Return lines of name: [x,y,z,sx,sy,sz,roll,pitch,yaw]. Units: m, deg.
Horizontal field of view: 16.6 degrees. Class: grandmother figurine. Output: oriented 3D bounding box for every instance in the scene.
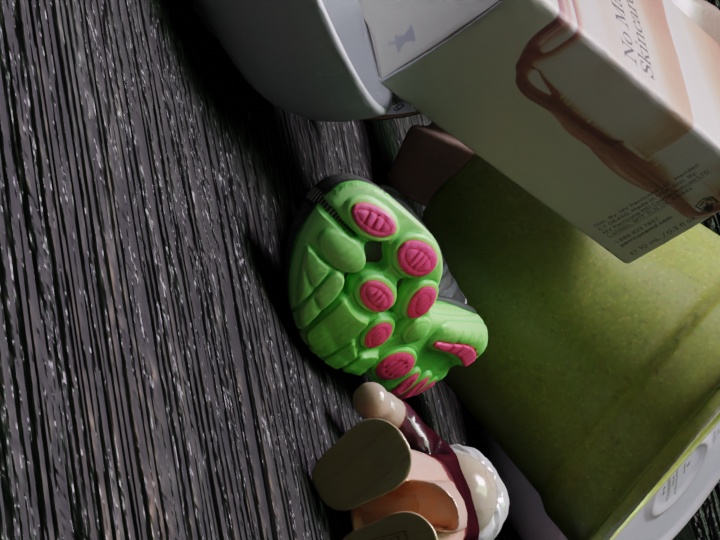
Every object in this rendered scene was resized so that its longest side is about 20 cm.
grandmother figurine: [0.031,0.107,1.107,0.200,0.060,0.122,5,76,-77]

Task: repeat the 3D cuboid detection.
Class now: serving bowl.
serving bowl: [-0.049,-0.155,1.112,0.200,0.066,0.201,-19,90,-81]

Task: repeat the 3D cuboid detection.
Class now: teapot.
teapot: [0.144,0.087,1.543,0.146,0.200,0.197,38,26,23]

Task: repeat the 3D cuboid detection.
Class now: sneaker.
sneaker: [0.000,0.000,1.134,0.084,0.077,0.200,57,0,22]

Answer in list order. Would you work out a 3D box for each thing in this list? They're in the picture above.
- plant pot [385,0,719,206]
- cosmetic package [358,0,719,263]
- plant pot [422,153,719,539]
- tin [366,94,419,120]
plant pot: [0.135,-0.095,1.490,0.200,0.200,0.175,-13,125,-81]
cosmetic package: [0.094,-0.099,1.166,0.200,0.087,0.104,31,37,-42]
plant pot: [0.114,0.024,1.303,0.184,0.201,0.200,41,5,10]
tin: [0.050,-0.132,1.255,0.112,0.200,0.042,16,56,-51]
